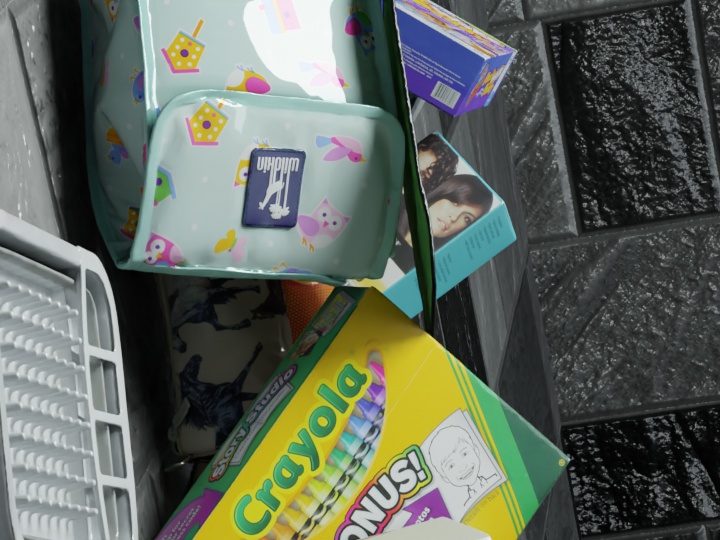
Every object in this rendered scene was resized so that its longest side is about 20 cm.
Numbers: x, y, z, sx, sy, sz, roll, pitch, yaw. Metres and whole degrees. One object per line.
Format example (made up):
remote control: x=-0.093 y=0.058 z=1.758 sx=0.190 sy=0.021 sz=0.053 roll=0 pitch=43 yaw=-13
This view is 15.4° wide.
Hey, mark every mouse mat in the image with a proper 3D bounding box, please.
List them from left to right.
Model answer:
mouse mat: x=0.029 y=-0.064 z=1.567 sx=0.161 sy=0.007 sz=0.201 roll=87 pitch=-6 yaw=-72

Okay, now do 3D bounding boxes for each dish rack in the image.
dish rack: x=-0.161 y=0.067 z=1.297 sx=0.200 sy=0.043 sz=0.173 roll=38 pitch=45 yaw=-76

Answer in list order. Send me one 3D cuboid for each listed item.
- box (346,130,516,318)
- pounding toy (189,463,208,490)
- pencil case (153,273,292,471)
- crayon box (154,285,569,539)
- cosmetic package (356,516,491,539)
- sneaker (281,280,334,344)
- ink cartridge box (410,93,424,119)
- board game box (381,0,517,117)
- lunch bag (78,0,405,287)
box: x=0.000 y=0.000 z=1.778 sx=0.082 sy=0.200 sz=0.049 roll=48 pitch=-10 yaw=32
pounding toy: x=-0.009 y=0.178 z=1.733 sx=0.142 sy=0.183 sz=0.201 roll=-77 pitch=148 yaw=-63
pencil case: x=-0.090 y=0.021 z=1.618 sx=0.078 sy=0.089 sz=0.201 roll=-15 pitch=-95 yaw=55
crayon box: x=0.000 y=0.138 z=1.566 sx=0.172 sy=0.200 sz=0.058 roll=41 pitch=-15 yaw=-22
cosmetic package: x=-0.021 y=0.215 z=1.490 sx=0.073 sy=0.199 sz=0.104 roll=-168 pitch=-112 yaw=-67
sneaker: x=-0.061 y=-0.020 z=1.686 sx=0.200 sy=0.073 sz=0.077 roll=56 pitch=-36 yaw=25
ink cartridge box: x=-0.038 y=-0.131 z=1.829 sx=0.083 sy=0.145 sz=0.200 roll=-61 pitch=176 yaw=12
board game box: x=0.000 y=-0.175 z=1.783 sx=0.045 sy=0.199 sz=0.134 roll=-61 pitch=173 yaw=12
lunch bag: x=-0.069 y=-0.089 z=1.535 sx=0.122 sy=0.170 sz=0.201 roll=-38 pitch=-125 yaw=56
